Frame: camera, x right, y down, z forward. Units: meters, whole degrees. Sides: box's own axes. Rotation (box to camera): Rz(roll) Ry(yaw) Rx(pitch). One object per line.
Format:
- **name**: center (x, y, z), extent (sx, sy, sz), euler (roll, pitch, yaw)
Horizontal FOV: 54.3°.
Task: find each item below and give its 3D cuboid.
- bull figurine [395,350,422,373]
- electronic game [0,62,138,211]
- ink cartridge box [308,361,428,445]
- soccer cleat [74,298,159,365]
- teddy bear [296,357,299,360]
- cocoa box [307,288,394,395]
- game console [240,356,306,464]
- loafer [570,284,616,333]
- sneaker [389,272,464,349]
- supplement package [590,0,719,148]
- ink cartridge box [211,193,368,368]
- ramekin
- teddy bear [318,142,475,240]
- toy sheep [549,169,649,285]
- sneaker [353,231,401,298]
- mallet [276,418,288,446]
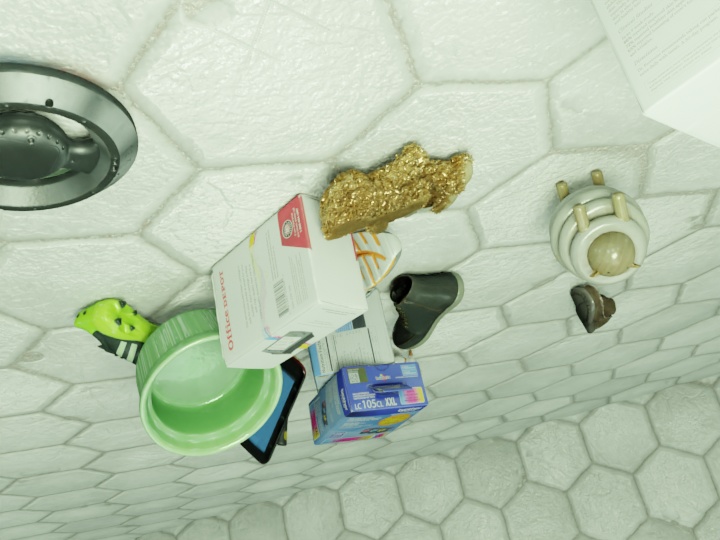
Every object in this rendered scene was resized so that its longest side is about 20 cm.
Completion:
- **bull figurine**: center (0.027, 0.221, 1.474), extent (0.199, 0.065, 0.122), euler (-3, 146, -19)
- **electronic game**: center (-0.300, -0.111, 0.621), extent (0.199, 0.042, 0.200), euler (-13, 157, -6)
- **ink cartridge box**: center (0.013, 0.204, 1.102), extent (0.136, 0.077, 0.200), euler (-1, 150, -25)
- **soccer cleat**: center (-0.328, 0.106, 1.027), extent (0.081, 0.068, 0.200), euler (-13, 140, 21)
- **teddy bear**: center (-0.197, 0.184, 1.258), extent (0.144, 0.067, 0.200), euler (-24, 154, 16)
- **cocoa box**: center (-0.021, 0.138, 1.191), extent (0.130, 0.134, 0.200), euler (-11, 155, -5)
- **game console**: center (-0.207, 0.192, 1.111), extent (0.172, 0.119, 0.201), euler (12, 114, -29)
- **loafer**: center (0.463, 0.066, 1.388), extent (0.071, 0.073, 0.200), euler (-29, 158, 8)
- **sneaker**: center (0.077, 0.064, 1.175), extent (0.106, 0.075, 0.200), euler (6, 140, -27)
- **supplement package**: center (0.263, -0.218, 0.496), extent (0.150, 0.201, 0.152), euler (6, 149, -39)
- **ink cartridge box**: center (-0.095, 0.020, 0.885), extent (0.085, 0.148, 0.200), euler (10, 147, -41)
- **ramekin**: center (-0.220, 0.152, 0.996), extent (0.199, 0.098, 0.201), euler (-14, 123, -23)
- **teddy bear**: center (0.041, -0.096, 0.826), extent (0.199, 0.067, 0.145), euler (-19, 165, -4)
- **toy sheep**: center (0.314, -0.054, 0.936), extent (0.137, 0.200, 0.139), euler (2, 117, 4)
- **sneaker**: center (0.000, 0.000, 0.995), extent (0.077, 0.079, 0.200), euler (-11, 163, -40)
- **mallet**: center (-0.128, 0.185, 1.166), extent (0.041, 0.201, 0.066), euler (-8, 148, 22)
